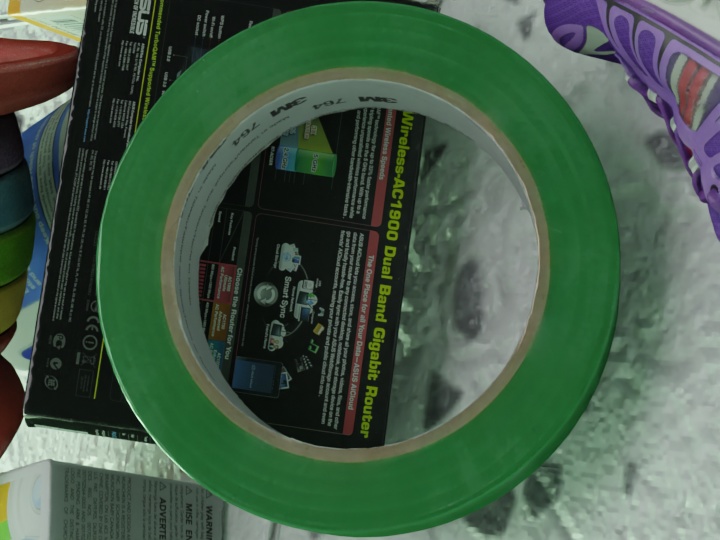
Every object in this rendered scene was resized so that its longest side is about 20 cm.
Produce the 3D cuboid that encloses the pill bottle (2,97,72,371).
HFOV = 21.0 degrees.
[{"bbox_3d":[-0.142,-0.016,0.953,0.199,0.111,0.113,-26,60,41],"label":"pill bottle"}]

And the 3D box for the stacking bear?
[{"bbox_3d":[-0.192,0.002,0.858,0.121,0.113,0.202,15,113,39],"label":"stacking bear"}]

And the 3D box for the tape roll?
[{"bbox_3d":[0.000,0.000,0.746,0.198,0.048,0.203,-1,81,9],"label":"tape roll"}]

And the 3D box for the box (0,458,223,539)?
[{"bbox_3d":[-0.165,0.166,0.929,0.199,0.101,0.114,-20,64,44],"label":"box"}]

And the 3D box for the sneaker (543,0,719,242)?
[{"bbox_3d":[0.127,-0.058,0.687,0.200,0.080,0.084,38,113,47],"label":"sneaker"}]

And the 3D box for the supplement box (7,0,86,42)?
[{"bbox_3d":[-0.072,-0.178,0.931,0.199,0.073,0.127,1,79,40],"label":"supplement box"}]

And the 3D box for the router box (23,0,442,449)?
[{"bbox_3d":[-0.053,-0.023,0.821,0.062,0.148,0.202,120,158,-81],"label":"router box"}]
